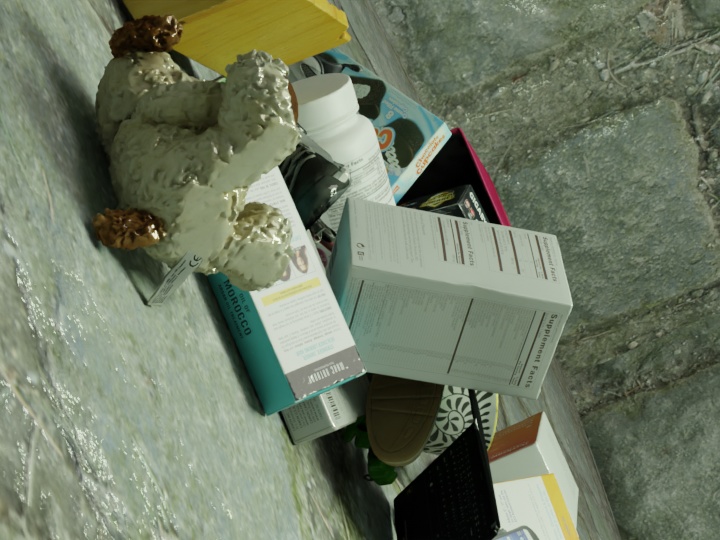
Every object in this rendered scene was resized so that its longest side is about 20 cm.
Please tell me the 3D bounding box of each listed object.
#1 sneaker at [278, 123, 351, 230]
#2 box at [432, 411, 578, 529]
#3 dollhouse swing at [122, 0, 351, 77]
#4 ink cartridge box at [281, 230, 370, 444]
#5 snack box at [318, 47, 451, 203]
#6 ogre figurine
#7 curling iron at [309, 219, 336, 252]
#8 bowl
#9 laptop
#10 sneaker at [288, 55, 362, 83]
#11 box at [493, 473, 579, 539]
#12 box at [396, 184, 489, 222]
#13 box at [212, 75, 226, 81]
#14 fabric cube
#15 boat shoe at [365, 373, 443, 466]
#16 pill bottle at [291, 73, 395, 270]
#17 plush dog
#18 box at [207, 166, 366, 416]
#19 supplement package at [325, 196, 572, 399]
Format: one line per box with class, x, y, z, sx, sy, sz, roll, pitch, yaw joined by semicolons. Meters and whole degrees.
sneaker;-0.070;-0.100;1.495;0.115;0.075;0.200;45;4;-5
box;0.159;0.252;1.850;0.200;0.151;0.107;-29;95;-81
dollhouse swing;-0.133;-0.294;1.536;0.200;0.180;0.177;19;56;-66
ink cartridge box;-0.056;0.050;1.470;0.201;0.044;0.176;68;12;5
snack box;-0.009;-0.164;1.818;0.200;0.116;0.037;37;-5;27
ogre figurine;0.017;0.105;1.607;0.201;0.098;0.120;60;17;12
curling iron;0.000;0.000;1.627;0.200;0.026;0.050;42;10;-30
bowl;0.060;0.113;1.731;0.200;0.093;0.203;172;-90;-68
laptop;0.068;0.183;1.519;0.103;0.200;0.178;37;22;-19
sneaker;-0.055;-0.178;1.764;0.201;0.139;0.078;65;9;-2
box;0.130;0.281;1.660;0.042;0.198;0.120;-57;-134;53
box;0.065;0.002;1.817;0.160;0.199;0.046;61;34;-22
box;-0.108;-0.091;1.591;0.144;0.036;0.201;-69;136;-77
fabric cube;0.092;-0.024;2.028;0.199;0.199;0.198;46;21;-68
boat shoe;0.051;0.100;1.522;0.069;0.073;0.201;69;27;-53
pill bottle;-0.029;-0.095;1.698;0.114;0.112;0.202;-90;164;-68
plush dog;-0.142;-0.087;1.191;0.201;0.159;0.172;94;-28;-42
box;-0.075;0.011;1.350;0.082;0.049;0.201;-20;85;-39
supplement package;0.073;0.025;1.441;0.110;0.198;0.114;-94;-162;-55
